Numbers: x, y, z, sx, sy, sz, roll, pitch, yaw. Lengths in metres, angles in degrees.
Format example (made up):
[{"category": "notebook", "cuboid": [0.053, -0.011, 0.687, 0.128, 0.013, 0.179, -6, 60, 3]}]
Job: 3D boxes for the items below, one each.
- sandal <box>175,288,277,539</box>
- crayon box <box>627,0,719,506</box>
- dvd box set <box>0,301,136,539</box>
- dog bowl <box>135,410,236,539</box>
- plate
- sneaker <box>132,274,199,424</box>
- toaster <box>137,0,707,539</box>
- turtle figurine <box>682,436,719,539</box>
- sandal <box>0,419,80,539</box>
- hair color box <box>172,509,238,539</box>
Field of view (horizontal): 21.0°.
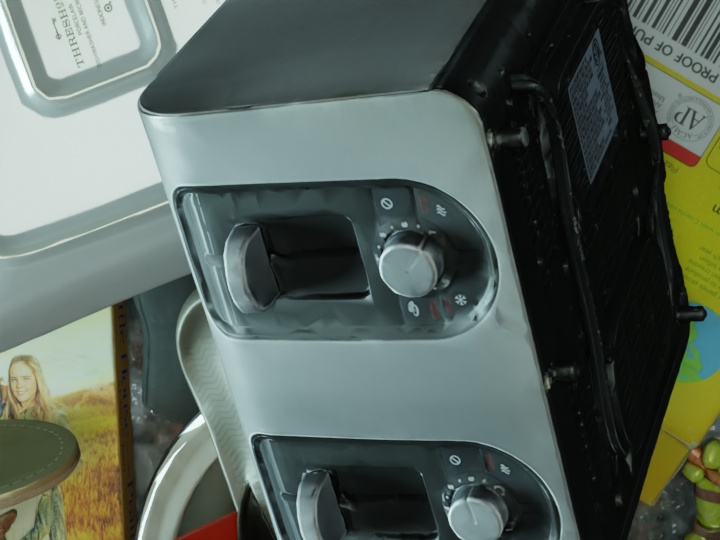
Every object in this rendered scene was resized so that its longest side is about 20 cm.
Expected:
[{"category": "sandal", "cuboid": [-0.013, 0.089, 0.697, 0.081, 0.054, 0.201, -34, 79, 31]}, {"category": "crayon box", "cuboid": [0.103, -0.027, 0.703, 0.126, 0.051, 0.201, 31, 118, 3]}, {"category": "dvd box set", "cuboid": [-0.170, 0.058, 0.831, 0.145, 0.029, 0.202, -2, 92, 4]}, {"category": "dog bowl", "cuboid": [0.009, 0.131, 0.765, 0.199, 0.074, 0.202, 5, 100, 31]}, {"category": "plate", "cuboid": [-0.099, -0.090, 0.707, 0.198, 0.032, 0.201, -20, 90, 2]}, {"category": "sneaker", "cuboid": [0.000, 0.000, 0.806, 0.198, 0.075, 0.107, -5, 123, -11]}, {"category": "toaster", "cuboid": [0.030, -0.014, 0.607, 0.118, 0.200, 0.182, -3, 120, 22]}, {"category": "turtle figurine", "cuboid": [0.158, 0.158, 0.792, 0.160, 0.064, 0.202, 6, 99, 5]}, {"category": "sandal", "cuboid": [-0.200, 0.117, 0.794, 0.210, 0.078, 0.070, -11, 111, 13]}, {"category": "hair color box", "cuboid": [-0.101, 0.185, 0.764, 0.200, 0.061, 0.102, -38, 78, 34]}]
